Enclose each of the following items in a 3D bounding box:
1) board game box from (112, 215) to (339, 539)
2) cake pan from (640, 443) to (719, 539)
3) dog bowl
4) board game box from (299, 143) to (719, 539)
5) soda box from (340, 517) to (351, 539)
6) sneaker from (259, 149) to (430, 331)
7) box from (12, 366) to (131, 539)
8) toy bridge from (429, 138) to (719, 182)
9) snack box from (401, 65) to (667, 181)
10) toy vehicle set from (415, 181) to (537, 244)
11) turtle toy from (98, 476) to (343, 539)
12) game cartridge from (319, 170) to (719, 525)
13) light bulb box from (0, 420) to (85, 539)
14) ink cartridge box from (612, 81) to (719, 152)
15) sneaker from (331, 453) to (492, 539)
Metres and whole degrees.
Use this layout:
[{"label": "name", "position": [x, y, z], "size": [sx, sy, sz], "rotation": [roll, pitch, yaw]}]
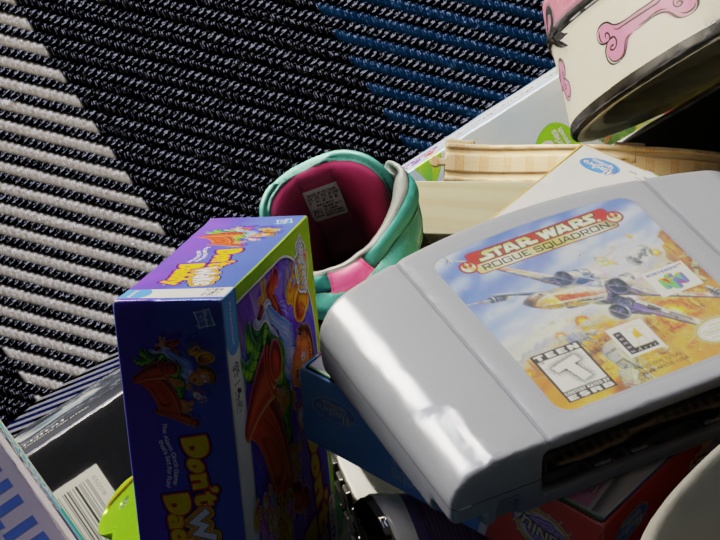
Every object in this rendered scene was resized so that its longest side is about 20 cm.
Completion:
[{"label": "board game box", "position": [-0.049, 0.090, 0.968], "size": [0.045, 0.201, 0.134], "rotation": [-2, 15, 14]}, {"label": "cake pan", "position": [0.183, 0.058, 0.769], "size": [0.200, 0.037, 0.200], "rotation": [-33, 6, 4]}, {"label": "dog bowl", "position": [0.182, -0.145, 1.226], "size": [0.200, 0.074, 0.200], "rotation": [-27, -6, -3]}, {"label": "board game box", "position": [0.096, 0.033, 0.990], "size": [0.153, 0.040, 0.200], "rotation": [26, 46, 32]}, {"label": "soda box", "position": [0.027, 0.089, 1.206], "size": [0.064, 0.068, 0.200], "rotation": [-37, 7, -35]}, {"label": "sneaker", "position": [0.000, 0.000, 1.118], "size": [0.083, 0.121, 0.200], "rotation": [-28, 13, 0]}, {"label": "box", "position": [-0.192, 0.159, 1.572], "size": [0.196, 0.118, 0.200], "rotation": [-33, 5, -5]}, {"label": "toy bridge", "position": [0.135, -0.050, 1.220], "size": [0.199, 0.027, 0.067], "rotation": [3, -4, 1]}, {"label": "snack box", "position": [0.121, -0.037, 1.381], "size": [0.200, 0.143, 0.053], "rotation": [-32, 7, 4]}, {"label": "toy vehicle set", "position": [0.081, -0.024, 1.220], "size": [0.199, 0.027, 0.124], "rotation": [1, -6, 13]}, {"label": "turtle toy", "position": [-0.070, 0.132, 1.196], "size": [0.200, 0.101, 0.146], "rotation": [-25, 35, 54]}, {"label": "game cartridge", "position": [0.092, 0.023, 0.942], "size": [0.199, 0.042, 0.133], "rotation": [-19, 45, -20]}, {"label": "light bulb box", "position": [-0.199, 0.180, 1.029], "size": [0.200, 0.199, 0.125], "rotation": [-35, 8, -8]}, {"label": "ink cartridge box", "position": [0.170, -0.033, 1.301], "size": [0.200, 0.095, 0.037], "rotation": [-30, 2, 28]}, {"label": "sneaker", "position": [0.042, 0.109, 1.047], "size": [0.087, 0.076, 0.200], "rotation": [-19, 8, -7]}]
